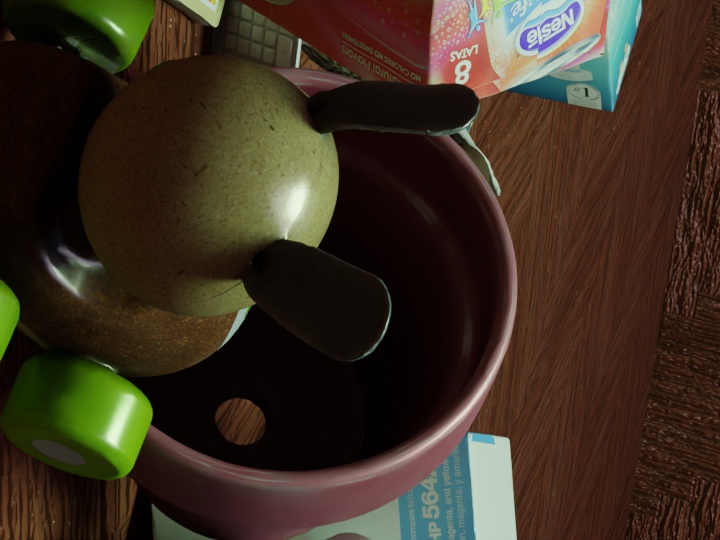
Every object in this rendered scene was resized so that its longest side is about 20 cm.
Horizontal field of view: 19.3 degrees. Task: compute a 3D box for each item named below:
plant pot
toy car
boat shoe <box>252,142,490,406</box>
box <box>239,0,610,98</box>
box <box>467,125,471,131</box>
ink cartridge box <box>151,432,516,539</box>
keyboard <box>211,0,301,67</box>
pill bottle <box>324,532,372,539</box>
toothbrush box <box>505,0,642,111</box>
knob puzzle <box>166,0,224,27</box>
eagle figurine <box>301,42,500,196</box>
[{"bbox_3d":[-0.043,0.036,0.962,0.179,0.200,0.200,110,0,-63],"label":"plant pot"},{"bbox_3d":[-0.050,-0.020,0.758,0.158,0.200,0.165,44,58,-44],"label":"toy car"},{"bbox_3d":[0.004,0.005,1.090,0.075,0.075,0.202,-27,168,-44],"label":"boat shoe"},{"bbox_3d":[0.000,-0.152,0.823,0.095,0.200,0.103,-22,131,-32],"label":"box"},{"bbox_3d":[0.014,-0.067,1.306,0.200,0.064,0.070,-63,161,-45],"label":"box"},{"bbox_3d":[-0.023,0.156,1.134,0.129,0.200,0.126,24,62,-76],"label":"ink cartridge box"},{"bbox_3d":[-0.059,-0.046,1.062,0.011,0.056,0.200,-16,122,-42],"label":"keyboard"},{"bbox_3d":[-0.068,0.195,0.972,0.200,0.111,0.111,-22,130,-37],"label":"pill bottle"},{"bbox_3d":[0.098,-0.195,1.353,0.200,0.146,0.085,67,38,-65],"label":"toothbrush box"},{"bbox_3d":[-0.065,-0.215,0.934,0.220,0.030,0.220,14,90,-76],"label":"knob puzzle"},{"bbox_3d":[0.009,-0.138,1.108,0.151,0.152,0.200,13,95,-56],"label":"eagle figurine"}]
